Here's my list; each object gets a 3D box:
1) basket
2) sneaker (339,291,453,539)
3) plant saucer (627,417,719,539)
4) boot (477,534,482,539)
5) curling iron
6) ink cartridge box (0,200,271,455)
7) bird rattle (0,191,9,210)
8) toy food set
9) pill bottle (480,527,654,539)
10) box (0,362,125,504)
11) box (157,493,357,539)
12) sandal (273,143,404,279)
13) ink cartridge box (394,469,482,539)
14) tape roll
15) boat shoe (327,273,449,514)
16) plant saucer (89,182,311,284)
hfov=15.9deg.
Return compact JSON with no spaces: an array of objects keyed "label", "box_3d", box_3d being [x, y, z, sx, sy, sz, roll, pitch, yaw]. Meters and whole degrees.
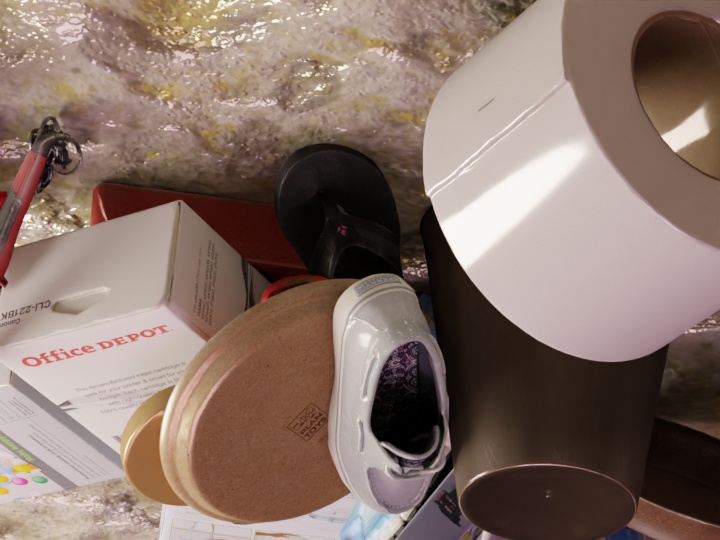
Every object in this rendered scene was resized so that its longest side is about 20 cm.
[{"label":"basket","box_3d":[0.124,0.062,1.647,0.179,0.201,0.136,5,149,-3]},{"label":"sneaker","box_3d":[0.030,0.103,1.786,0.090,0.201,0.078,28,-166,14]},{"label":"plant saucer","box_3d":[0.225,0.155,1.808,0.200,0.200,0.037,14,105,-15]},{"label":"boot","box_3d":[0.162,0.182,1.966,0.198,0.074,0.162,21,139,-28]},{"label":"curling iron","box_3d":[-0.226,-0.002,1.625,0.025,0.201,0.050,26,-175,26]},{"label":"ink cartridge box","box_3d":[-0.128,0.050,1.700,0.144,0.084,0.200,-15,144,26]},{"label":"bird rattle","box_3d":[-0.314,-0.060,1.639,0.162,0.113,0.200,8,163,16]},{"label":"toy food set","box_3d":[-0.043,0.085,1.646,0.197,0.049,0.200,17,114,-41]},{"label":"pill bottle","box_3d":[0.149,0.229,1.876,0.199,0.113,0.112,-7,147,7]},{"label":"box","box_3d":[-0.296,0.124,1.950,0.199,0.041,0.156,-13,144,27]},{"label":"box","box_3d":[-0.045,0.154,1.913,0.199,0.097,0.177,7,148,-4]},{"label":"sandal","box_3d":[0.001,0.000,1.663,0.075,0.048,0.201,-26,130,-6]},{"label":"ink cartridge box","box_3d":[0.039,0.204,1.782,0.042,0.200,0.119,40,160,11]},{"label":"tape roll","box_3d":[0.154,-0.067,1.435,0.202,0.203,0.139,21,145,-24]},{"label":"boat shoe","box_3d":[0.020,0.094,1.604,0.070,0.072,0.201,-17,135,-12]},{"label":"plant saucer","box_3d":[-0.091,0.020,1.761,0.199,0.037,0.200,7,147,-5]}]
